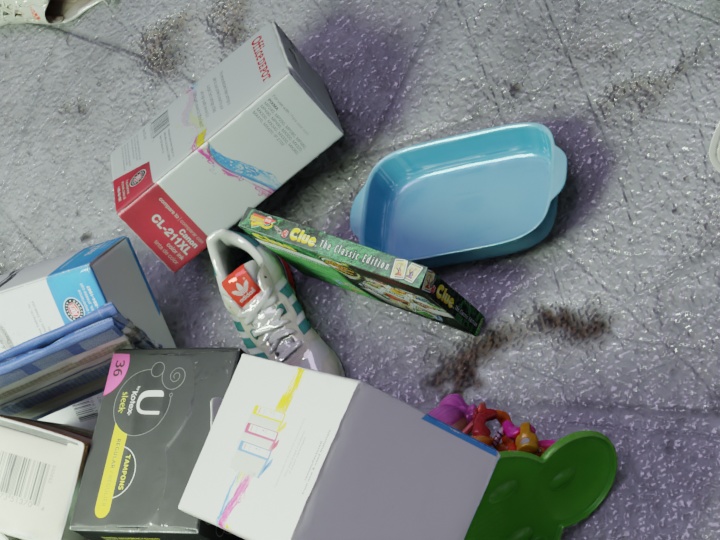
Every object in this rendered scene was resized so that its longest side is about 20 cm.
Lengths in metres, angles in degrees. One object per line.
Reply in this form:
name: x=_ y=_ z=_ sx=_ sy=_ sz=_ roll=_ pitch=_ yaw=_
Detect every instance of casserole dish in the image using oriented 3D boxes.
casserole dish: x=0.087 y=-0.056 z=1.618 sx=0.199 sy=0.039 sz=0.121 roll=-11 pitch=54 yaw=27

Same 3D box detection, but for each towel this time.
towel: x=-0.237 y=0.077 z=1.539 sx=0.146 sy=0.200 sz=0.024 roll=-24 pitch=77 yaw=0

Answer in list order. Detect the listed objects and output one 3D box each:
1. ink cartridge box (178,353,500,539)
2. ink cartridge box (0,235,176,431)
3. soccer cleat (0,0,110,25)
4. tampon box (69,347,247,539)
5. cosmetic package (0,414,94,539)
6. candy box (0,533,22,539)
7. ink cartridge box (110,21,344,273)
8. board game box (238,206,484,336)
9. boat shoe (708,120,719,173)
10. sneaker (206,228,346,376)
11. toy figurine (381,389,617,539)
ink cartridge box: x=-0.025 y=0.145 z=1.359 sx=0.200 sy=0.128 sz=0.126 roll=7 pitch=72 yaw=61
ink cartridge box: x=-0.276 y=0.071 z=1.709 sx=0.199 sy=0.145 sz=0.084 roll=-16 pitch=15 yaw=24
soccer cleat: x=-0.343 y=-0.283 z=1.999 sx=0.199 sy=0.069 sz=0.078 roll=-16 pitch=61 yaw=21
tampon box: x=-0.109 y=0.166 z=1.524 sx=0.126 sy=0.200 sz=0.150 roll=-3 pitch=63 yaw=31
cosmetic package: x=-0.246 y=0.172 z=1.573 sx=0.103 sy=0.200 sz=0.088 roll=14 pitch=85 yaw=11
candy box: x=-0.290 y=0.324 z=1.569 sx=0.072 sy=0.168 sz=0.200 roll=39 pitch=91 yaw=34
ink cartridge box: x=-0.121 y=-0.112 z=1.723 sx=0.200 sy=0.083 sz=0.146 roll=-38 pitch=24 yaw=9
board game box: x=0.000 y=0.000 z=1.606 sx=0.200 sy=0.105 sz=0.024 roll=20 pitch=80 yaw=37
boat shoe: x=0.348 y=-0.153 z=1.497 sx=0.200 sy=0.074 sz=0.060 roll=-52 pitch=7 yaw=19
sneaker: x=-0.081 y=0.044 z=1.640 sx=0.070 sy=0.093 sz=0.200 roll=-35 pitch=52 yaw=12
toy figurine: x=0.066 y=0.148 z=1.487 sx=0.200 sy=0.150 sz=0.184 roll=-33 pitch=39 yaw=-14
